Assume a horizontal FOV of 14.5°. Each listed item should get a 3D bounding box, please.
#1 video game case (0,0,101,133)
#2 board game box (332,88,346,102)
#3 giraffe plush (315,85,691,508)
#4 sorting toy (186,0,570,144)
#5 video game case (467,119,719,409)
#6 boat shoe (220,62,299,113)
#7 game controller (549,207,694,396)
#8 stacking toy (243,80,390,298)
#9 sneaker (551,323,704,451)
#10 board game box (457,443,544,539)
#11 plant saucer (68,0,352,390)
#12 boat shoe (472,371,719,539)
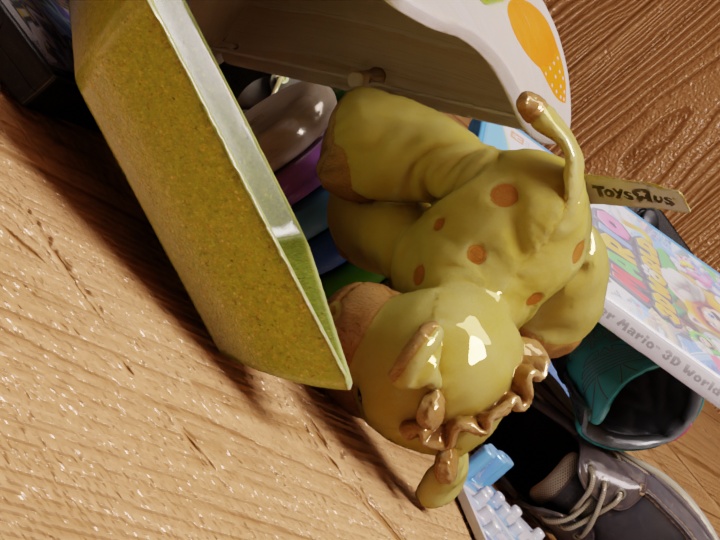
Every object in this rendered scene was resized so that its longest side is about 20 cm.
[{"bbox_3d":[-0.181,-0.149,1.330,0.200,0.026,0.181,51,7,11],"label":"video game case"},{"bbox_3d":[-0.007,-0.118,1.636,0.096,0.030,0.200,34,-34,51],"label":"board game box"},{"bbox_3d":[0.043,0.022,1.362,0.200,0.162,0.173,-3,-42,46],"label":"giraffe plush"},{"bbox_3d":[-0.006,-0.137,1.373,0.200,0.107,0.180,14,4,20],"label":"sorting toy"},{"bbox_3d":[0.138,-0.004,1.532,0.200,0.018,0.143,35,23,-9],"label":"video game case"},{"bbox_3d":[-0.054,-0.091,1.625,0.202,0.072,0.060,48,5,40],"label":"boat shoe"},{"bbox_3d":[0.139,0.042,1.723,0.104,0.200,0.042,48,-30,-5],"label":"game controller"},{"bbox_3d":[0.000,0.000,1.507,0.200,0.085,0.085,55,6,-15],"label":"stacking toy"},{"bbox_3d":[0.123,0.030,1.571,0.200,0.084,0.121,42,8,-23],"label":"sneaker"},{"bbox_3d":[0.127,0.187,1.470,0.200,0.026,0.200,47,8,-23],"label":"board game box"},{"bbox_3d":[-0.076,-0.053,1.252,0.200,0.048,0.200,63,3,-21],"label":"plant saucer"},{"bbox_3d":[0.120,0.126,1.597,0.200,0.075,0.073,41,17,20],"label":"boat shoe"}]
